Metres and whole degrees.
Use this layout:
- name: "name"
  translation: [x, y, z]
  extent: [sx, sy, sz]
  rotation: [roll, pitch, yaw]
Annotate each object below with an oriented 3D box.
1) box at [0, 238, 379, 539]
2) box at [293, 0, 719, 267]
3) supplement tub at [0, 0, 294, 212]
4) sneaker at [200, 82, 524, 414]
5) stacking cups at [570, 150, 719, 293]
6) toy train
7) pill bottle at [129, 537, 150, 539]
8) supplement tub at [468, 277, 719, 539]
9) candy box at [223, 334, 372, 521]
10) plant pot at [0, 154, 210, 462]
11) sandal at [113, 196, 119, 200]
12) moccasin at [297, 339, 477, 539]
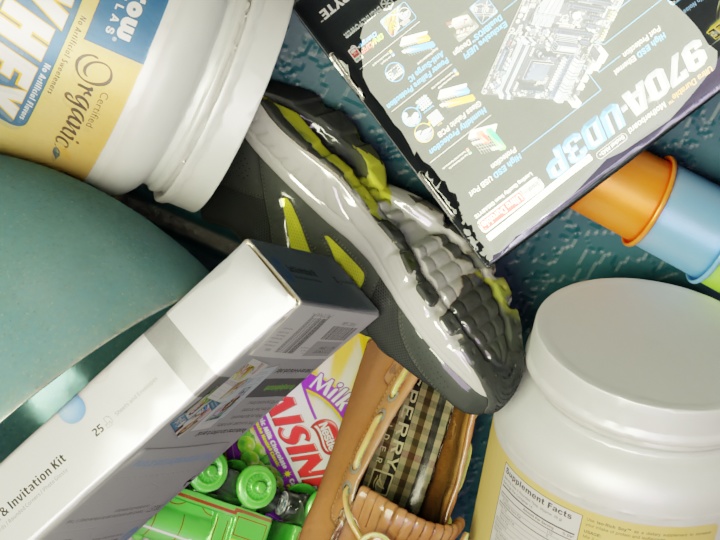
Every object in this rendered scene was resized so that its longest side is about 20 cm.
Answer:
- name: "box"
  translation: [-0.091, 0.069, 1.200]
  extent: [0.200, 0.156, 0.041]
  rotation: [-43, 79, 8]
- name: "box"
  translation: [0.092, -0.124, 1.262]
  extent: [0.200, 0.046, 0.159]
  rotation: [-38, 88, 12]
- name: "supplement tub"
  translation: [-0.144, -0.121, 1.226]
  extent: [0.199, 0.145, 0.145]
  rotation: [22, 111, -12]
- name: "sneaker"
  translation: [0.000, 0.000, 1.305]
  extent: [0.200, 0.074, 0.085]
  rotation: [50, 122, 16]
- name: "stacking cups"
  translation: [0.161, -0.024, 1.337]
  extent: [0.199, 0.061, 0.061]
  rotation: [26, 110, -8]
- name: "toy train"
  translation: [-0.071, 0.120, 1.338]
  extent: [0.199, 0.042, 0.057]
  rotation: [21, 82, -26]
- name: "pill bottle"
  translation: [-0.191, 0.132, 1.338]
  extent: [0.200, 0.109, 0.109]
  rotation: [30, 110, -35]
- name: "supplement tub"
  translation: [0.129, 0.120, 1.336]
  extent: [0.145, 0.146, 0.201]
  rotation: [7, 119, -6]
- name: "candy box"
  translation: [-0.033, 0.107, 1.396]
  extent: [0.102, 0.026, 0.201]
  rotation: [-9, 114, -3]
- name: "plant pot"
  translation: [-0.178, 0.024, 1.191]
  extent: [0.200, 0.200, 0.135]
  rotation: [-44, 80, 15]
- name: "sandal"
  translation: [-0.150, -0.024, 1.296]
  extent: [0.212, 0.078, 0.070]
  rotation: [47, 135, -15]
- name: "moccasin"
  translation: [0.019, 0.125, 1.317]
  extent: [0.073, 0.078, 0.202]
  rotation: [26, 76, -25]
